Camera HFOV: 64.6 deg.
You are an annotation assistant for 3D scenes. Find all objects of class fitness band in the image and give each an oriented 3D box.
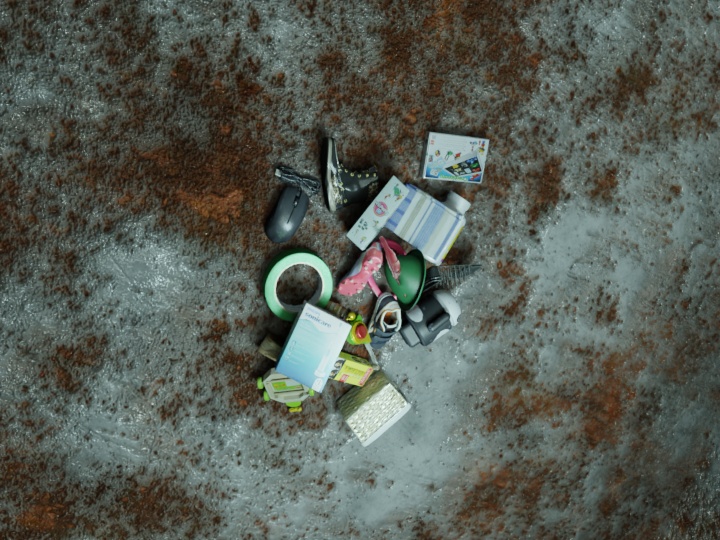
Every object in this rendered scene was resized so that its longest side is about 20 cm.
[{"bbox_3d":[0.083,0.002,1.698,0.142,0.037,0.203,-35,119,-8],"label":"fitness band"}]

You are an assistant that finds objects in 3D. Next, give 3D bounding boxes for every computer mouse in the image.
[{"bbox_3d":[-0.193,-0.163,1.521,0.136,0.053,0.204,19,102,-26],"label":"computer mouse"}]

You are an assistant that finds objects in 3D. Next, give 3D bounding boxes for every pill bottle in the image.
[{"bbox_3d":[0.240,-0.125,1.668,0.103,0.104,0.203,28,98,-27],"label":"pill bottle"}]

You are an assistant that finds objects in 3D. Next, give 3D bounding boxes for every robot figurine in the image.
[{"bbox_3d":[0.209,0.148,1.718,0.197,0.151,0.126,-34,136,-5],"label":"robot figurine"}]

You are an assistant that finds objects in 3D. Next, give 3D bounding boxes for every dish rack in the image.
[{"bbox_3d":[0.265,0.021,1.714,0.194,0.153,0.056,-4,76,-20],"label":"dish rack"}]

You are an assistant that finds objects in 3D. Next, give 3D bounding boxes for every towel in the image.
[{"bbox_3d":[0.178,-0.139,1.620,0.198,0.024,0.149,33,99,16],"label":"towel"}]

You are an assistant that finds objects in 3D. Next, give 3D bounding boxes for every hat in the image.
[{"bbox_3d":[0.073,-0.001,1.580,0.171,0.166,0.206,11,104,-23],"label":"hat"}]

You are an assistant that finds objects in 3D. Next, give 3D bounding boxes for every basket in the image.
[{"bbox_3d":[0.038,0.418,1.782,0.198,0.136,0.124,-38,114,-3],"label":"basket"}]

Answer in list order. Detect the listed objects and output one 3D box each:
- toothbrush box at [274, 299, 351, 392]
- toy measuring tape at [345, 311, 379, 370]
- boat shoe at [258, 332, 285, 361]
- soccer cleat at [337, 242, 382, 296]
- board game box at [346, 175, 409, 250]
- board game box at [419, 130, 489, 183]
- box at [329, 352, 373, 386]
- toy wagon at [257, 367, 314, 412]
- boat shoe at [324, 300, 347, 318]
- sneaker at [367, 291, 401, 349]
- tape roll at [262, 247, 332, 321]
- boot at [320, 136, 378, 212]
[{"bbox_3d":[-0.132,0.207,1.572,0.143,0.085,0.205,25,89,-11],"label":"toothbrush box"},{"bbox_3d":[-0.002,0.221,1.713,0.072,0.073,0.205,-23,102,-10],"label":"toy measuring tape"},{"bbox_3d":[-0.209,0.257,1.668,0.198,0.072,0.065,38,102,-21],"label":"boat shoe"},{"bbox_3d":[0.000,0.000,1.626,0.065,0.078,0.200,26,135,-19],"label":"soccer cleat"},{"bbox_3d":[0.049,-0.154,1.559,0.064,0.148,0.201,39,94,0],"label":"board game box"},{"bbox_3d":[0.270,-0.325,1.643,0.194,0.035,0.130,2,108,-21],"label":"board game box"},{"bbox_3d":[-0.046,0.292,1.710,0.076,0.050,0.198,-55,140,5],"label":"box"},{"bbox_3d":[-0.214,0.353,1.688,0.150,0.040,0.203,-6,137,5],"label":"toy wagon"},{"bbox_3d":[-0.108,0.180,1.682,0.075,0.072,0.204,26,106,6],"label":"boat shoe"},{"bbox_3d":[0.070,0.171,1.710,0.076,0.080,0.205,-7,126,-25],"label":"sneaker"},{"bbox_3d":[-0.177,0.041,1.606,0.194,0.048,0.207,-7,112,-18],"label":"tape roll"},{"bbox_3d":[-0.029,-0.264,1.532,0.146,0.073,0.206,-11,117,-15],"label":"boot"}]
